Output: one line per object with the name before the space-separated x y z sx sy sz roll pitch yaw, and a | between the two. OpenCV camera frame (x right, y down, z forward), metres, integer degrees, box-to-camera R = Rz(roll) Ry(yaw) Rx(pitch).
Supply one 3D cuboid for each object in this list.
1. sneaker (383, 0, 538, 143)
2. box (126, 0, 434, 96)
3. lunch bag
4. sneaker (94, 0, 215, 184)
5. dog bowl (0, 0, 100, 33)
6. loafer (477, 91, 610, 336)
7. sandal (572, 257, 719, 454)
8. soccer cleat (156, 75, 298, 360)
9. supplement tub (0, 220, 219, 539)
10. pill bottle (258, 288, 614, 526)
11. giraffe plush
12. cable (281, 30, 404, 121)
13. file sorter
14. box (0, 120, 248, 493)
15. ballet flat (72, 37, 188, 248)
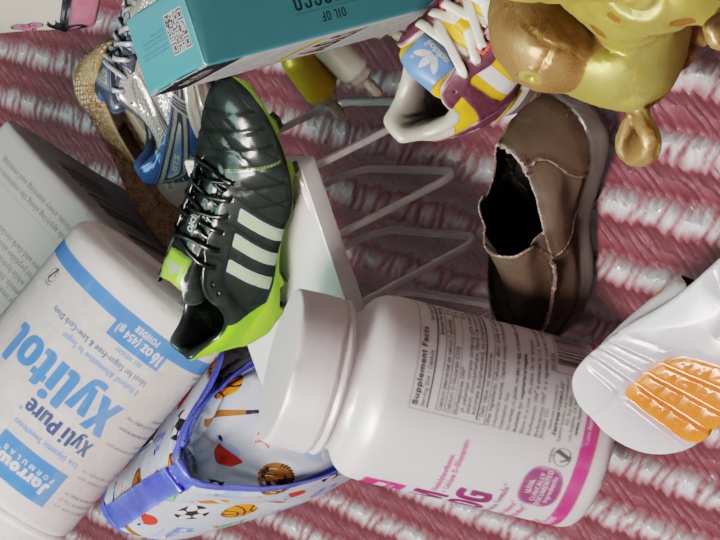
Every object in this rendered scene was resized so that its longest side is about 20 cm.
sneaker | 0.072 -0.140 1.521 0.075 0.090 0.200 51 149 22
box | -0.031 -0.156 1.559 0.082 0.199 0.049 -19 89 60
lunch bag | -0.076 0.113 1.852 0.124 0.200 0.170 61 152 4
sneaker | -0.149 -0.149 1.859 0.077 0.085 0.201 -120 14 -71
dog bowl | -0.202 -0.254 1.806 0.200 0.073 0.201 -170 90 -83
loafer | 0.096 -0.028 1.588 0.073 0.071 0.200 43 147 33
sandal | 0.206 0.031 1.483 0.079 0.059 0.207 46 129 -1
soccer cleat | -0.085 -0.026 1.620 0.067 0.081 0.201 38 142 35
supplement tub | -0.198 0.079 1.771 0.132 0.200 0.132 39 -176 -3
pill bottle | 0.046 0.080 1.589 0.113 0.199 0.114 -166 90 -79
giraffe plush | 0.129 -0.151 1.377 0.199 0.173 0.162 23 148 2
cable | -0.053 -0.177 1.628 0.200 0.097 0.050 32 -167 -33
file sorter | 0.000 0.000 1.715 0.139 0.124 0.201 5 117 56
box | -0.212 0.035 1.965 0.199 0.171 0.200 44 -175 32
ballet flat | -0.149 -0.089 1.947 0.200 0.070 0.065 54 145 14
